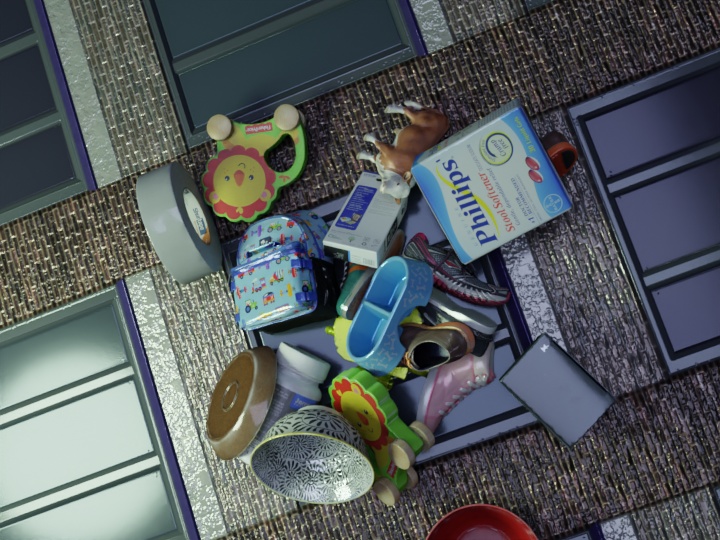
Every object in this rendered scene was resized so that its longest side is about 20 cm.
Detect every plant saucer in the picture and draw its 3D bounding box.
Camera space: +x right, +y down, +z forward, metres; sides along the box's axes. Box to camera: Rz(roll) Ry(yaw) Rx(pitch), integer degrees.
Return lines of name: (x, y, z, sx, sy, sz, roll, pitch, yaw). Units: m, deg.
plant saucer: (-0.206, 0.215, 1.543, 0.034, 0.200, 0.202, 26, 88, -27)

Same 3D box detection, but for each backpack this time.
backpack: (-0.133, -0.006, 1.567, 0.181, 0.134, 0.203, -15, 75, 27)

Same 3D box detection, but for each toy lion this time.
toy lion: (-0.189, -0.185, 1.650, 0.197, 0.069, 0.195, -8, 89, 8)
toy lion: (0.021, 0.259, 1.500, 0.191, 0.201, 0.068, 41, 54, 22)

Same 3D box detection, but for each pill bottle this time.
pill bottle: (-0.134, 0.231, 1.561, 0.113, 0.114, 0.202, 25, 89, 11)

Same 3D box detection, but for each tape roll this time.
tape roll: (-0.308, -0.081, 1.582, 0.065, 0.200, 0.203, -22, 80, 6)

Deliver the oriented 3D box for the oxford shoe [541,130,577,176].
oxford shoe: (0.272, -0.161, 1.573, 0.199, 0.071, 0.073, -34, 45, 12)

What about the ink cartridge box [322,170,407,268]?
ink cartridge box: (0.016, -0.090, 1.573, 0.098, 0.040, 0.201, 13, 47, 17)

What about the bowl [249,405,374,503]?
bowl: (-0.071, 0.279, 1.469, 0.198, 0.202, 0.095, -1, 45, 9)

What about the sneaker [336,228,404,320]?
sneaker: (0.000, 0.000, 1.564, 0.079, 0.072, 0.201, 16, 52, 24)

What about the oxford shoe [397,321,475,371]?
oxford shoe: (0.085, 0.126, 1.478, 0.199, 0.073, 0.072, -17, 100, 43)

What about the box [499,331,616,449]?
box: (0.303, 0.186, 1.448, 0.148, 0.200, 0.104, 44, 92, 11)

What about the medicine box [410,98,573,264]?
medicine box: (0.210, -0.142, 1.481, 0.198, 0.103, 0.184, -29, 101, 15)

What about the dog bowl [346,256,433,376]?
dog bowl: (0.042, 0.068, 1.484, 0.111, 0.049, 0.202, 24, 88, 56)

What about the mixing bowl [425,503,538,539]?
mixing bowl: (0.197, 0.470, 1.481, 0.197, 0.108, 0.203, -1, 84, 9)

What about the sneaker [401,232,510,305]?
sneaker: (0.161, 0.002, 1.555, 0.198, 0.081, 0.075, 25, 86, 12)

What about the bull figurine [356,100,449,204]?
bull figurine: (0.070, -0.208, 1.582, 0.121, 0.065, 0.201, 32, 65, 11)

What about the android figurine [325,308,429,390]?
android figurine: (0.038, 0.110, 1.583, 0.197, 0.041, 0.185, 16, 87, 10)

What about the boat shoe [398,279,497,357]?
boat shoe: (0.129, 0.073, 1.514, 0.199, 0.075, 0.061, 32, 110, 36)

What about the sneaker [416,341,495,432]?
sneaker: (0.163, 0.192, 1.534, 0.103, 0.075, 0.203, 18, 83, 16)
